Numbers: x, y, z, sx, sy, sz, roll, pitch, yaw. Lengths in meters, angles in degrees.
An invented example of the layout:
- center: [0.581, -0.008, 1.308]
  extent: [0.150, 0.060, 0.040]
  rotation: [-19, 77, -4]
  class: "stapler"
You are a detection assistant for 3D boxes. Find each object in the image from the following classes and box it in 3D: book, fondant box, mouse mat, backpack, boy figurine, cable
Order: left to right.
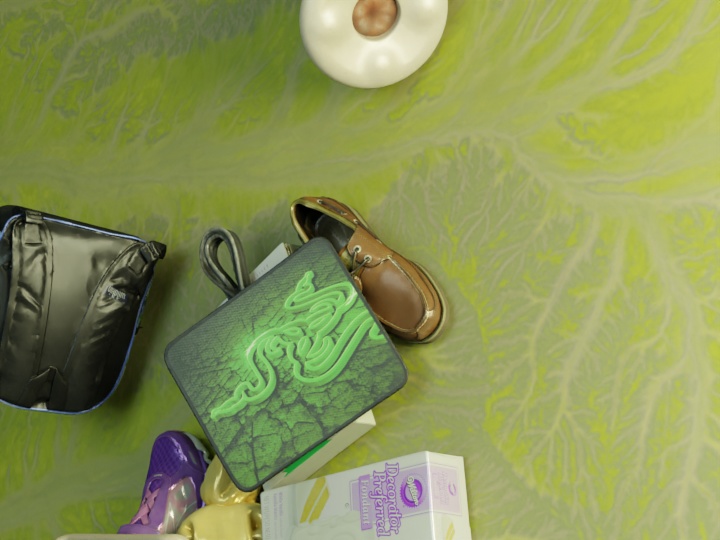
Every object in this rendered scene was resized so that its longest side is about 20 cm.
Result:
- center: [-0.325, 0.044, 1.621]
  extent: [0.147, 0.182, 0.202]
  rotation: [13, 89, 65]
  class: "backpack"
- center: [-0.126, 0.265, 1.445]
  extent: [0.123, 0.064, 0.201]
  rotation: [-13, 65, 12]
  class: "boy figurine"
- center: [-0.116, 0.042, 1.459]
  extent: [0.097, 0.050, 0.201]
  rotation: [-27, 67, 37]
  class: "cable"
- center: [-0.071, 0.086, 1.398]
  extent: [0.199, 0.008, 0.162]
  rotation: [-35, 76, 12]
  class: "mouse mat"
- center: [-0.069, 0.095, 1.471]
  extent: [0.133, 0.048, 0.201]
  rotation: [-41, 56, 30]
  class: "book"
- center: [0.003, 0.250, 1.347]
  extent: [0.199, 0.058, 0.145]
  rotation: [-19, 66, 35]
  class: "fondant box"

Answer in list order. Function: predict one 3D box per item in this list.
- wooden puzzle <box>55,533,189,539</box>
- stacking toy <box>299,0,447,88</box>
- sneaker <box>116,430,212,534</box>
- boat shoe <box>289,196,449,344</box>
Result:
- center: [-0.220, 0.340, 1.427]
  extent: [0.199, 0.046, 0.187]
  rotation: [-10, 90, 43]
  class: "wooden puzzle"
- center: [-0.011, -0.276, 1.494]
  extent: [0.147, 0.146, 0.200]
  rotation: [-56, 30, 14]
  class: "stacking toy"
- center: [-0.198, 0.254, 1.503]
  extent: [0.080, 0.088, 0.202]
  rotation: [-9, 70, 41]
  class: "sneaker"
- center: [0.000, 0.000, 1.416]
  extent: [0.200, 0.068, 0.072]
  rotation: [41, 103, 40]
  class: "boat shoe"
